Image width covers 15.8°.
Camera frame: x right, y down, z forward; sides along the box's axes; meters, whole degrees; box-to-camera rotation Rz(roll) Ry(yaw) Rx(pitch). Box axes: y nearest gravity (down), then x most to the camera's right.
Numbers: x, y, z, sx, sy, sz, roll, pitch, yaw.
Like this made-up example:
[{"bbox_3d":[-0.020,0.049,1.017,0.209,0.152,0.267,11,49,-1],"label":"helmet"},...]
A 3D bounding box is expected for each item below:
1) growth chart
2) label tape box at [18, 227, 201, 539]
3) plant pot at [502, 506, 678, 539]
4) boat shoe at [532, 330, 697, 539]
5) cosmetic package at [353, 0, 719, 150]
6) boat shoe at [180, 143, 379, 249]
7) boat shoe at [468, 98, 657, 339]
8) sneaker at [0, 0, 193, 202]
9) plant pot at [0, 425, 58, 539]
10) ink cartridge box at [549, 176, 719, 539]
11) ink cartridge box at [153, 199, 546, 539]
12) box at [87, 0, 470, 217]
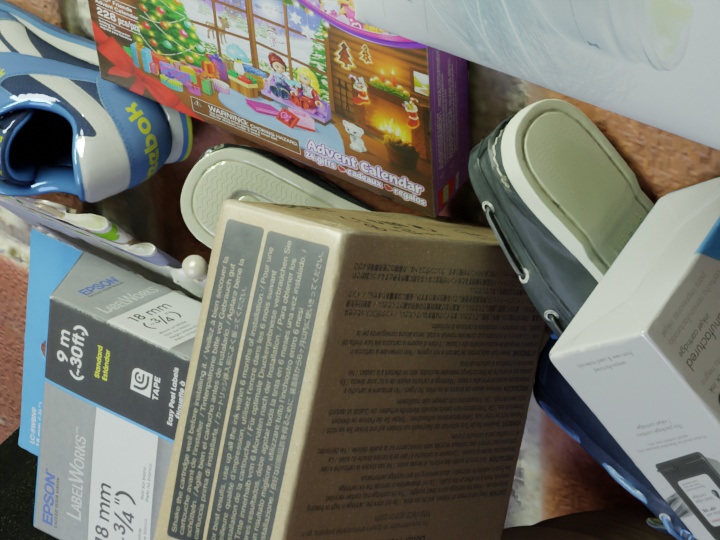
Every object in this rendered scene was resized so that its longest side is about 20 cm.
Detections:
[{"bbox_3d":[-0.139,-0.016,1.410,0.200,0.018,0.145,23,172,25],"label":"growth chart"},{"bbox_3d":[-0.127,0.080,1.390,0.200,0.063,0.144,22,119,30],"label":"label tape box"},{"bbox_3d":[0.148,0.190,1.363,0.201,0.093,0.201,25,144,19],"label":"plant pot"},{"bbox_3d":[0.169,0.098,1.258,0.200,0.084,0.069,47,138,16],"label":"boat shoe"},{"bbox_3d":[0.103,-0.168,0.957,0.200,0.123,0.199,21,143,24],"label":"cosmetic package"},{"bbox_3d":[0.000,0.000,1.324,0.200,0.072,0.068,34,-177,-4],"label":"boat shoe"},{"bbox_3d":[0.115,0.013,1.203,0.199,0.075,0.066,50,147,-15],"label":"boat shoe"},{"bbox_3d":[-0.187,-0.088,1.361,0.200,0.082,0.074,17,134,30],"label":"sneaker"},{"bbox_3d":[-0.165,0.232,1.596,0.177,0.200,0.200,15,140,45],"label":"plant pot"},{"bbox_3d":[0.189,0.067,1.158,0.200,0.116,0.067,49,144,-16],"label":"ink cartridge box"},{"bbox_3d":[0.003,0.056,1.200,0.075,0.200,0.165,16,96,31],"label":"ink cartridge box"},{"bbox_3d":[-0.042,-0.117,1.231,0.200,0.039,0.137,23,143,23],"label":"box"}]
